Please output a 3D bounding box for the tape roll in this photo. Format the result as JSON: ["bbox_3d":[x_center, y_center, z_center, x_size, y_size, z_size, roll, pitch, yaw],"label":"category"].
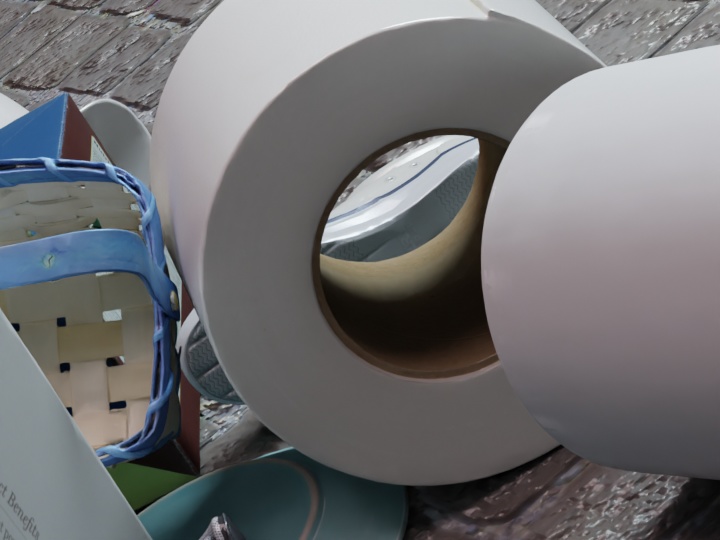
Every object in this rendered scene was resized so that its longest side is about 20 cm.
[{"bbox_3d":[0.019,-0.028,1.189,0.202,0.203,0.139,-33,23,0],"label":"tape roll"}]

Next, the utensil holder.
[{"bbox_3d":[0.164,-0.004,1.006,0.200,0.170,0.170,-4,37,51],"label":"utensil holder"}]

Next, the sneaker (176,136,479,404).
[{"bbox_3d":[0.000,0.000,1.338,0.200,0.073,0.071,-29,13,-13],"label":"sneaker"}]

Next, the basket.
[{"bbox_3d":[-0.160,0.023,1.163,0.176,0.139,0.200,-8,-8,6],"label":"basket"}]

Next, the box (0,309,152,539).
[{"bbox_3d":[-0.204,0.135,1.068,0.200,0.199,0.172,-4,51,20],"label":"box"}]

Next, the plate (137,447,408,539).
[{"bbox_3d":[-0.071,0.134,1.212,0.200,0.026,0.200,-27,24,13],"label":"plate"}]

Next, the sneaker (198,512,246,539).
[{"bbox_3d":[-0.029,0.154,1.011,0.075,0.114,0.200,-43,26,-21],"label":"sneaker"}]

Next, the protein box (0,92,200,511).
[{"bbox_3d":[-0.196,0.047,1.395,0.198,0.135,0.200,-28,24,11],"label":"protein box"}]

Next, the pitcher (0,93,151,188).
[{"bbox_3d":[-0.234,-0.029,1.635,0.200,0.121,0.172,8,61,42],"label":"pitcher"}]
